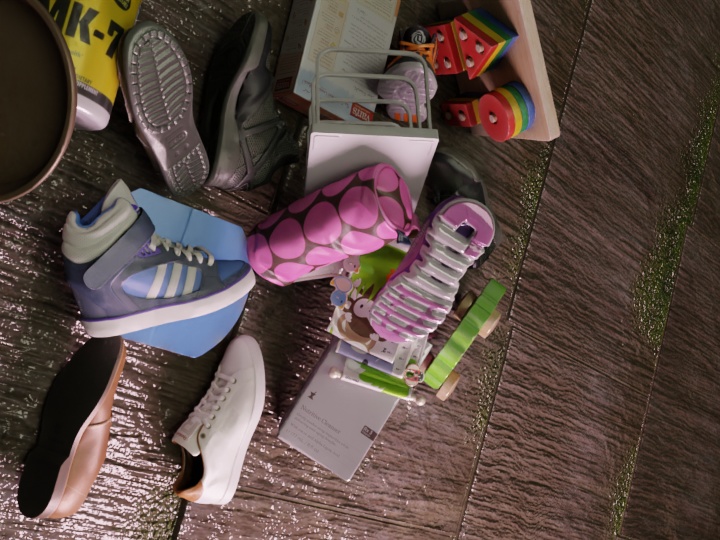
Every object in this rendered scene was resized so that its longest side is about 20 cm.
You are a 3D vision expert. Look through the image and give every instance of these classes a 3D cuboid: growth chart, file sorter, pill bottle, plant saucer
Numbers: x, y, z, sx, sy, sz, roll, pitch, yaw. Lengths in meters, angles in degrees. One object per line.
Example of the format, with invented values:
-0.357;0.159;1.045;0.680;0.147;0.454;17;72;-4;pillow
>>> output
0.029;0.050;1.018;0.142;0.018;0.204;12;90;-5;growth chart
0.003;-0.152;0.994;0.136;0.201;0.127;1;65;-7;file sorter
-0.279;-0.252;0.826;0.113;0.113;0.204;19;81;-40;pill bottle
-0.337;-0.162;0.754;0.029;0.196;0.204;-36;122;-73;plant saucer

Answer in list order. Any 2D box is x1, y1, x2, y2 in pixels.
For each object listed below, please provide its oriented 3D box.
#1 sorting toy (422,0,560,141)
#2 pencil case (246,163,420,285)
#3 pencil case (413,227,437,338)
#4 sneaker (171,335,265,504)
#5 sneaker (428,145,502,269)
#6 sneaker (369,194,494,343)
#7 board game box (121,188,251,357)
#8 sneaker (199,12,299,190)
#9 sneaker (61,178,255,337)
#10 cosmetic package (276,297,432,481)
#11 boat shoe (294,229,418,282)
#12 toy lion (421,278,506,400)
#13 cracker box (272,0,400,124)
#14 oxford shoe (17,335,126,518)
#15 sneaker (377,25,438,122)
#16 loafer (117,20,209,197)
0.171;-0.276;1.176;0.069;0.198;0.203;-26;111;-20;sorting toy
-0.033;-0.045;0.963;0.093;0.197;0.092;30;50;-48;pencil case
0.047;-0.001;1.138;0.090;0.093;0.204;-25;109;-42;pencil case
-0.169;0.173;0.983;0.084;0.072;0.204;16;84;-43;sneaker
0.138;-0.079;1.233;0.115;0.075;0.201;-52;130;-33;sneaker
0.081;-0.007;0.977;0.080;0.089;0.201;30;111;-13;sneaker
-0.221;0.005;0.951;0.198;0.039;0.161;20;84;-35;board game box
-0.122;-0.191;0.988;0.113;0.076;0.204;10;90;-43;sneaker
-0.210;-0.026;0.878;0.197;0.080;0.149;-17;110;-27;sneaker
-0.008;0.146;1.063;0.112;0.081;0.202;31;88;-3;cosmetic package
0.000;0.000;1.058;0.071;0.196;0.071;-66;145;-77;boat shoe
0.148;0.087;1.185;0.068;0.192;0.201;35;63;8;toy lion
-0.029;-0.294;1.080;0.133;0.057;0.204;21;79;-41;cracker box
-0.291;0.161;0.889;0.071;0.070;0.203;32;78;-56;oxford shoe
0.065;-0.276;1.106;0.076;0.200;0.114;8;85;-1;sneaker
-0.214;-0.165;0.867;0.075;0.069;0.202;-38;144;-29;loafer
